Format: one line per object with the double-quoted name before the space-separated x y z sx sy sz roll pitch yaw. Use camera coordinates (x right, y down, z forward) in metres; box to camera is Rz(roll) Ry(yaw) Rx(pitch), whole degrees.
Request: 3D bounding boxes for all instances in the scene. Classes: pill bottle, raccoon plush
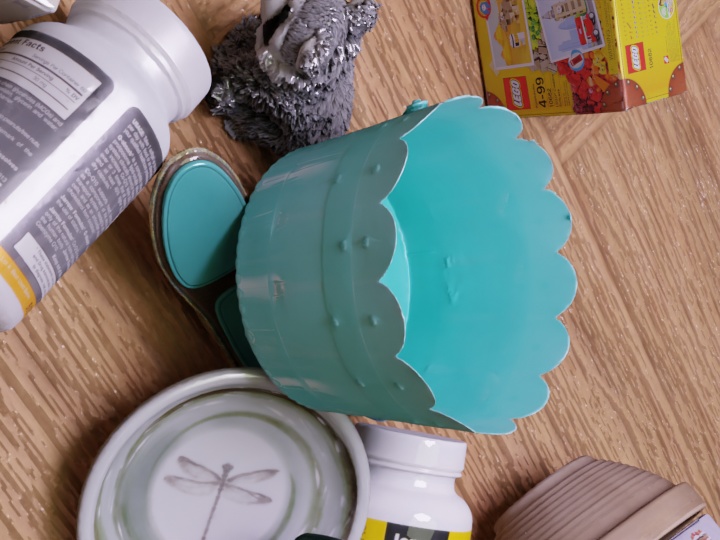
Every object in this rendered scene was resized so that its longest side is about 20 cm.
"pill bottle" 0.020 0.217 0.922 0.112 0.112 0.201 13 85 -39
"raccoon plush" -0.010 -0.117 0.861 0.200 0.134 0.097 38 69 -34
"pill bottle" -0.184 -0.071 0.736 0.200 0.116 0.117 -51 121 -24

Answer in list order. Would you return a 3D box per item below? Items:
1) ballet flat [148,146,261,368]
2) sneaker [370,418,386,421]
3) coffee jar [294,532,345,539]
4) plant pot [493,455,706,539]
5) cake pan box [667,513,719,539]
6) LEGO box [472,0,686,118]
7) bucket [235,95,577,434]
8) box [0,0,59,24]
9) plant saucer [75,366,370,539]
"ballet flat" -0.095 -0.007 0.824 0.071 0.071 0.200 -47 137 -26
"sneaker" 0.000 0.000 0.916 0.131 0.079 0.200 -48 130 -24
"coffee jar" -0.046 0.266 0.778 0.085 0.104 0.200 47 61 -25
"plant pot" 0.176 0.218 1.035 0.200 0.201 0.093 -21 65 -36
"cake pan box" 0.194 0.296 1.033 0.200 0.184 0.052 -22 64 -37
"LEGO box" 0.162 -0.226 0.984 0.077 0.149 0.201 -18 104 -36
"bucket" 0.030 0.000 0.790 0.207 0.134 0.208 6 83 -50
"box" -0.192 -0.252 0.742 0.068 0.082 0.201 25 76 -38
"plant saucer" -0.093 0.153 0.846 0.199 0.050 0.201 -6 108 -20
